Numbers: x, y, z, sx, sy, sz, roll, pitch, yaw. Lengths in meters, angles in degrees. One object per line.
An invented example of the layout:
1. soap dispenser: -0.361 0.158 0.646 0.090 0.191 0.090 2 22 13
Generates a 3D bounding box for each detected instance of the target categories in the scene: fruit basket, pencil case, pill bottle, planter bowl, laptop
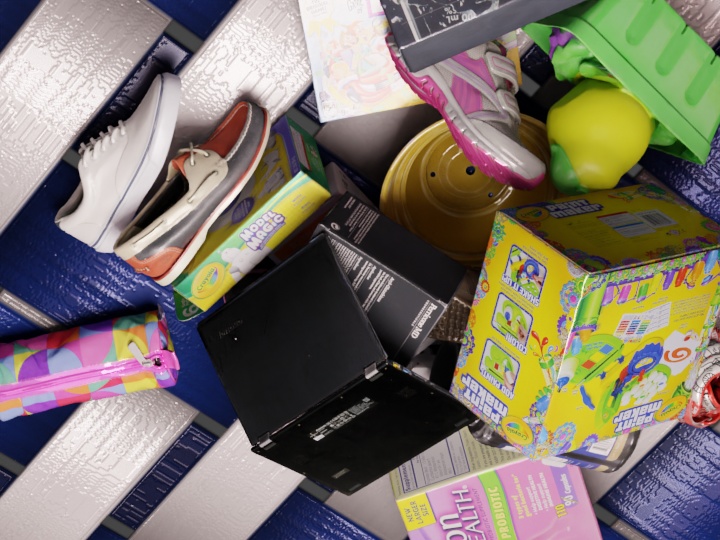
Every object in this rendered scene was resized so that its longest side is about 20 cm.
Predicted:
1. fruit basket: 0.231 -0.158 1.640 0.215 0.155 0.216 -5 105 -19
2. pencil case: -0.281 0.095 1.768 0.199 0.088 0.089 -13 120 1
3. pill bottle: 0.173 0.128 1.733 0.199 0.112 0.112 14 116 -14
4. planter bowl: 0.113 -0.083 1.717 0.200 0.084 0.201 -3 120 -5
5. laptop: -0.022 0.094 1.640 0.200 0.116 0.187 30 132 -33

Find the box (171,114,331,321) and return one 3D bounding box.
1. box: -0.121 -0.048 1.688 0.048 0.117 0.200 37 109 -29

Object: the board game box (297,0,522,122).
1. board game box: 0.047 -0.225 1.659 0.199 0.034 0.135 -11 119 -1

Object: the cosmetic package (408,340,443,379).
1. cosmetic package: 0.146 0.097 1.822 0.199 0.083 0.051 -2 120 -7

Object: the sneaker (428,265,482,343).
1. sneaker: 0.101 0.028 1.698 0.199 0.076 0.071 22 123 7

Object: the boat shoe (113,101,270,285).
1. boat shoe: -0.158 -0.082 1.663 0.063 0.071 0.200 36 86 -28

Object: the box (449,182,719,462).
1. box: 0.210 0.043 1.562 0.200 0.122 0.193 -10 125 -38

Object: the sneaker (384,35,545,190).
1. sneaker: 0.110 -0.162 1.592 0.088 0.081 0.200 -37 75 -1

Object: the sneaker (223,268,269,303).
1. sneaker: -0.056 0.076 1.779 0.200 0.095 0.079 37 110 -22

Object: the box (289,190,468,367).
1. box: -0.010 0.047 1.659 0.141 0.079 0.200 34 125 3

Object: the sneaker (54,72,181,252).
1. sneaker: -0.233 -0.105 1.668 0.071 0.073 0.200 20 115 -20

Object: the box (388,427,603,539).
1. box: 0.149 0.258 1.903 0.199 0.097 0.176 -18 120 4

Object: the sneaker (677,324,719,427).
1. sneaker: 0.312 0.138 1.843 0.201 0.108 0.067 -45 136 16

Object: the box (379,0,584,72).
1. box: 0.093 -0.306 1.520 0.200 0.124 0.197 -23 85 5

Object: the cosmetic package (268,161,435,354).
1. cosmetic package: 0.000 0.000 1.757 0.101 0.071 0.200 -38 117 14
